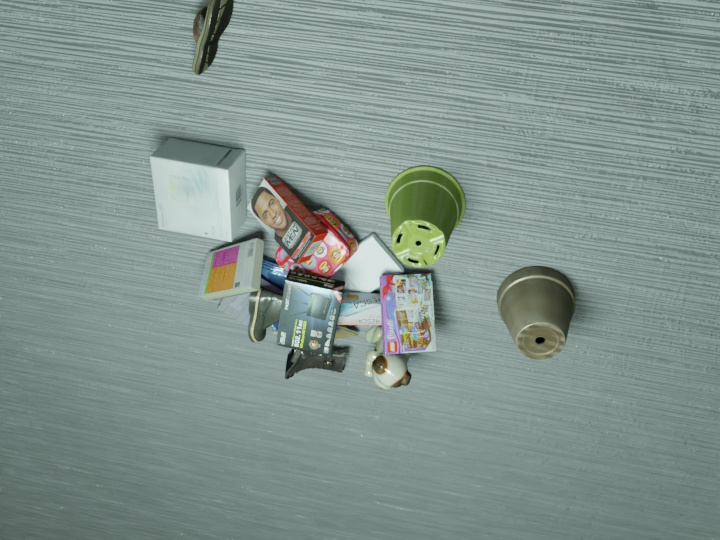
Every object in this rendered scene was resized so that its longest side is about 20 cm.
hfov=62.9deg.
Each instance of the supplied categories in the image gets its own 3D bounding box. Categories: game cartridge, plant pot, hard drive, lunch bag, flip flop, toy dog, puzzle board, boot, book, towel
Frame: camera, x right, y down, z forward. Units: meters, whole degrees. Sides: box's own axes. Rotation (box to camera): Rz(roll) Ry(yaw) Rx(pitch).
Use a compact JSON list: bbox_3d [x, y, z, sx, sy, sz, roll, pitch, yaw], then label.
[{"bbox_3d":[-0.311,0.081,1.646,0.129,0.039,0.200,36,135,-12],"label":"game cartridge"},{"bbox_3d":[0.142,-0.108,1.367,0.196,0.191,0.203,6,126,8],"label":"plant pot"},{"bbox_3d":[0.000,0.000,1.572,0.199,0.026,0.132,-32,112,29],"label":"hard drive"},{"bbox_3d":[-0.122,-0.061,1.518,0.176,0.082,0.200,47,120,-1],"label":"lunch bag"},{"bbox_3d":[-0.331,-0.519,1.265,0.057,0.081,0.201,37,130,3],"label":"flip flop"},{"bbox_3d":[0.093,0.238,1.608,0.139,0.201,0.194,37,124,-15],"label":"toy dog"},{"bbox_3d":[-0.125,0.177,1.668,0.197,0.018,0.150,-11,160,23],"label":"puzzle board"},{"bbox_3d":[-0.132,0.283,1.769,0.171,0.070,0.201,13,143,-13],"label":"boot"},{"bbox_3d":[-0.231,0.136,1.603,0.136,0.078,0.202,10,138,1],"label":"boot"},{"bbox_3d":[-0.339,-0.002,1.555,0.198,0.136,0.048,-11,157,37],"label":"book"},{"bbox_3d":[0.442,0.119,1.470,0.196,0.174,0.203,6,124,9],"label":"plant pot"},{"bbox_3d":[-0.252,0.021,1.627,0.197,0.049,0.113,18,127,-1],"label":"towel"}]

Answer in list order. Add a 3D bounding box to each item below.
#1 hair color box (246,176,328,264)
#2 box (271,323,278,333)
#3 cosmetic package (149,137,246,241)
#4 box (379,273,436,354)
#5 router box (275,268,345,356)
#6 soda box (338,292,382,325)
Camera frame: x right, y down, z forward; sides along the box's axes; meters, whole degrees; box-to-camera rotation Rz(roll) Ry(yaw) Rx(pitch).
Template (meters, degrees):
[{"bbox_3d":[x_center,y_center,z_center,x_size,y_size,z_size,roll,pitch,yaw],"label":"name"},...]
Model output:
[{"bbox_3d":[-0.181,-0.124,1.448,0.200,0.061,0.102,47,121,15],"label":"hair color box"},{"bbox_3d":[-0.160,0.123,1.667,0.197,0.065,0.071,-9,122,16],"label":"box"},{"bbox_3d":[-0.397,-0.200,1.462,0.197,0.124,0.202,10,126,6],"label":"cosmetic package"},{"bbox_3d":[0.122,0.111,1.525,0.134,0.039,0.204,-2,86,-7],"label":"box"},{"bbox_3d":[-0.128,0.110,1.504,0.147,0.062,0.203,12,116,0],"label":"router box"},{"bbox_3d":[0.015,0.103,1.579,0.196,0.064,0.069,1,116,-10],"label":"soda box"}]
